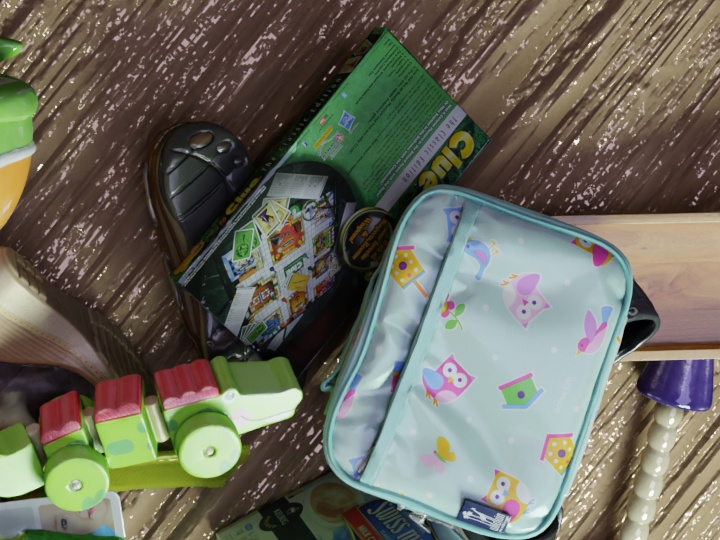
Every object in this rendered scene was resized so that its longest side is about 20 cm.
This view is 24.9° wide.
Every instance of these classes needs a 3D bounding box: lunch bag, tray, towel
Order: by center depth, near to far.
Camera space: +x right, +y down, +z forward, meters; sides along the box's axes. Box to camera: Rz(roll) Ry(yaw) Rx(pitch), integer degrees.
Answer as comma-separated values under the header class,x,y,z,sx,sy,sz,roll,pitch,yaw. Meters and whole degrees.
class,x,y,z,sx,sy,sz,roll,pitch,yaw
lunch bag,0.065,0.057,0.981,0.159,0.077,0.202,20,91,-5
towel,-0.173,0.132,1.028,0.198,0.086,0.018,-3,75,-18
tray,0.208,0.010,1.118,0.197,0.037,0.100,-1,93,-4

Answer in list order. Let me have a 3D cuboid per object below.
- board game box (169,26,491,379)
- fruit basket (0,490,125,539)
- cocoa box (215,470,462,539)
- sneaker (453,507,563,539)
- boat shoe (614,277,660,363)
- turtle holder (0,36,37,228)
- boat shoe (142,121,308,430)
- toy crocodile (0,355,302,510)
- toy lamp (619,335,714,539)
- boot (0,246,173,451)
class,x,y,z,sx,sy,sz,roll,pitch,yaw
board game box,-0.016,-0.039,0.997,0.105,0.023,0.200,43,81,-23
fruit basket,-0.239,0.235,1.027,0.197,0.094,0.188,-8,110,-11
cocoa box,0.009,0.228,1.050,0.130,0.200,0.134,-28,110,-10
sneaker,0.107,0.198,1.128,0.074,0.087,0.201,-42,114,-32
boat shoe,0.109,0.074,1.054,0.199,0.066,0.070,-34,139,-8
turtle holder,-0.276,-0.067,0.909,0.183,0.141,0.133,2,105,-21
boat shoe,-0.087,-0.001,1.028,0.075,0.074,0.202,-21,109,-25
toy crocodile,-0.132,0.088,0.957,0.198,0.068,0.062,-14,124,-5
toy lamp,0.212,0.142,1.175,0.058,0.058,0.202,8,101,-20
boot,-0.229,0.085,1.016,0.166,0.073,0.200,-34,126,10
